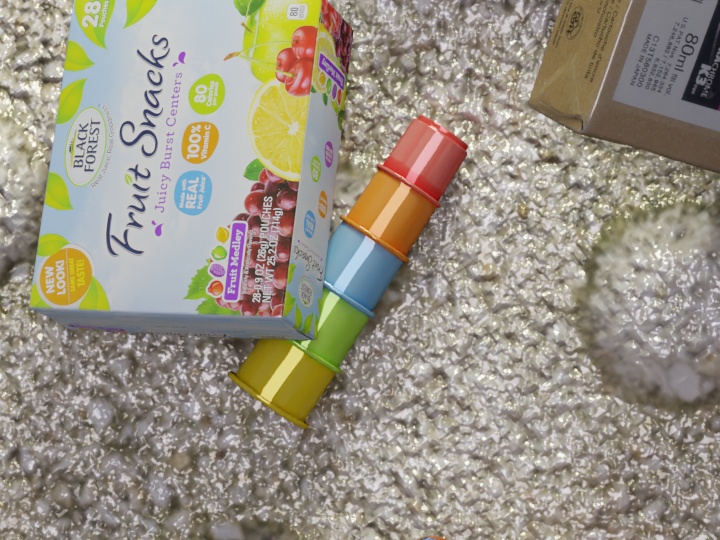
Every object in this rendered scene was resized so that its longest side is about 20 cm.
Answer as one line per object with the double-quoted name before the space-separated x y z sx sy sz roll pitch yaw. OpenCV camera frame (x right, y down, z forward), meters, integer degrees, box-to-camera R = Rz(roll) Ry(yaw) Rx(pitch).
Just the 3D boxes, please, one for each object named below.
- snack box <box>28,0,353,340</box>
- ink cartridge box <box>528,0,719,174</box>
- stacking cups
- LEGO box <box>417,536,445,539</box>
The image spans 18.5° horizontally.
"snack box" -0.101 -0.063 1.336 0.168 0.068 0.201 3 75 20
"ink cartridge box" 0.207 -0.160 1.255 0.164 0.075 0.201 12 102 -27
"stacking cups" 0.000 0.000 1.351 0.060 0.061 0.200 35 88 10
"LEGO box" 0.080 0.274 1.295 0.148 0.077 0.201 15 89 11
